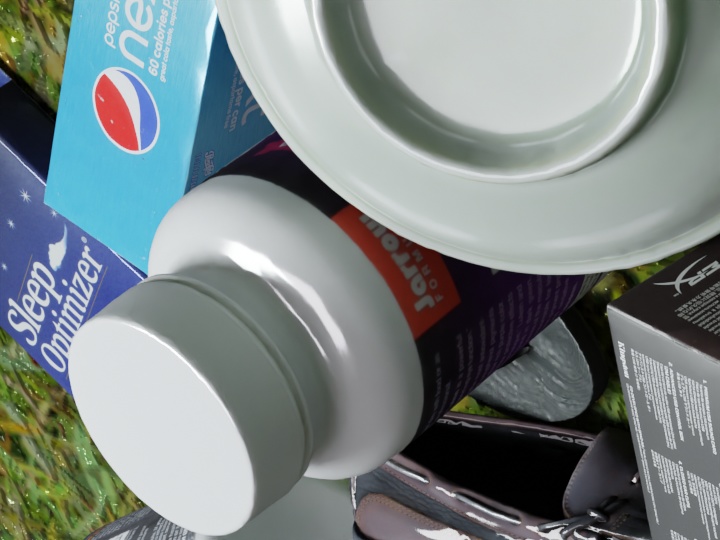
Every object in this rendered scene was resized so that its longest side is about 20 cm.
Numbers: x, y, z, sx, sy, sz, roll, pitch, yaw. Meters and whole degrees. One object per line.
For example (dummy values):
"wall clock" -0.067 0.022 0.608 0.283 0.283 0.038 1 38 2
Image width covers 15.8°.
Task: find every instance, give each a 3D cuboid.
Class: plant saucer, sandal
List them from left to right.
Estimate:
"sandal" 0.006 0.005 1.003 0.200 0.048 0.075 33 140 25
"plant saucer" 0.043 -0.082 0.737 0.200 0.050 0.200 8 118 16

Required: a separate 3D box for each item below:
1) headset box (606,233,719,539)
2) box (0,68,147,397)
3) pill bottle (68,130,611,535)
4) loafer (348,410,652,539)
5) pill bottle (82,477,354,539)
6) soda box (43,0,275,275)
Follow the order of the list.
"headset box" 0.172 0.085 0.740 0.200 0.077 0.149 26 140 48
"box" -0.131 -0.002 1.167 0.200 0.032 0.121 44 144 13
"pill bottle" 0.000 0.000 0.874 0.111 0.200 0.111 29 139 29
"loafer" 0.077 0.085 0.960 0.200 0.072 0.063 1 116 35
"pill bottle" -0.075 0.154 1.174 0.106 0.106 0.200 56 145 -5
"soda box" -0.059 -0.098 0.945 0.068 0.064 0.200 34 130 25
